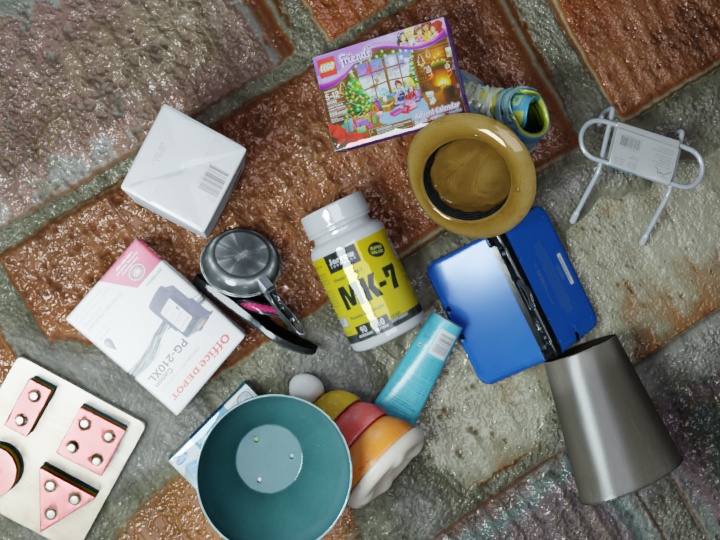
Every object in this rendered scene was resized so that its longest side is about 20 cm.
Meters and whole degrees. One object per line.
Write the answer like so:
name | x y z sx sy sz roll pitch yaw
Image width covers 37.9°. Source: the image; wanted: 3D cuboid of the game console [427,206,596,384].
game console | 0.224 0.036 1.537 0.170 0.118 0.202 -29 95 -38

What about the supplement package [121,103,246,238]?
supplement package | -0.228 -0.124 1.383 0.119 0.200 0.122 27 86 -6

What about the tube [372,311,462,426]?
tube | 0.076 0.157 1.504 0.077 0.050 0.201 30 92 6

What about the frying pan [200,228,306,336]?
frying pan | -0.153 0.015 1.433 0.114 0.031 0.191 -11 57 -18

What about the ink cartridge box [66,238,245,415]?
ink cartridge box | -0.275 0.077 1.434 0.200 0.084 0.145 42 85 -6

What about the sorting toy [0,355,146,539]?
sorting toy | -0.426 0.252 1.419 0.199 0.070 0.200 29 86 -7

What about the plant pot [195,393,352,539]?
plant pot | -0.118 0.258 1.382 0.197 0.135 0.203 0 89 -9

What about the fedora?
fedora | 0.161 -0.142 1.459 0.201 0.200 0.082 49 43 -5

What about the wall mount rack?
wall mount rack | 0.395 -0.139 1.538 0.198 0.075 0.176 17 84 -7

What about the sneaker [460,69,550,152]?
sneaker | 0.182 -0.241 1.473 0.199 0.131 0.080 29 78 -7

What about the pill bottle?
pill bottle | 0.000 0.000 1.459 0.113 0.114 0.202 -26 93 -7

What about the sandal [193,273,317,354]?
sandal | -0.140 0.053 1.458 0.199 0.075 0.045 34 94 -4

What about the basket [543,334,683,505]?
basket | 0.351 0.204 1.498 0.179 0.136 0.202 -19 86 -35

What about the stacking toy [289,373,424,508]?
stacking toy | -0.021 0.214 1.458 0.146 0.146 0.200 -44 74 -6

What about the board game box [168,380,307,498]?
board game box | -0.146 0.280 1.470 0.151 0.047 0.200 -44 95 -6

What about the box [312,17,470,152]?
box | 0.043 -0.256 1.464 0.198 0.039 0.139 -14 91 17
